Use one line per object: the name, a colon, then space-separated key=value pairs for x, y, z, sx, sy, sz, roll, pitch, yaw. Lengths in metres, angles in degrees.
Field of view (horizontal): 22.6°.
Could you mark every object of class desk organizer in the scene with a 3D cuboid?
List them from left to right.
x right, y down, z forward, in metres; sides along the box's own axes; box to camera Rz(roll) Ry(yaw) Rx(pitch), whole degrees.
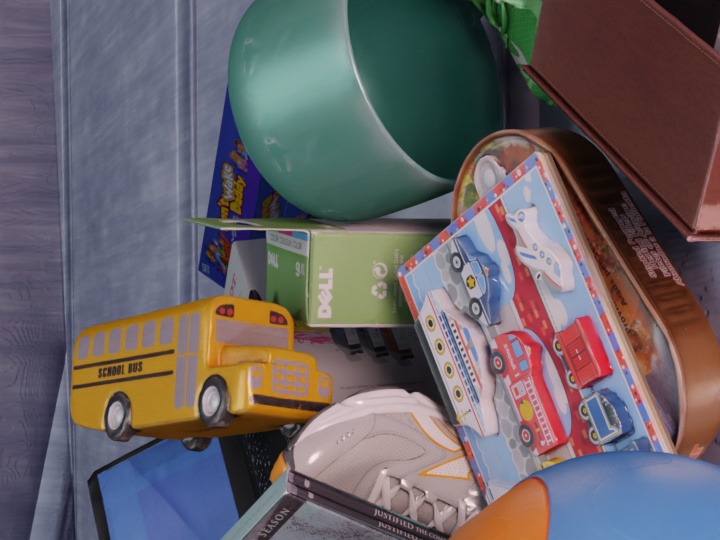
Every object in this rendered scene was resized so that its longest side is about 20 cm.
desk organizer: x=0.148 y=-0.091 z=0.828 sx=0.200 sy=0.071 sz=0.077 roll=-121 pitch=36 yaw=-58

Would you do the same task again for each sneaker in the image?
sneaker: x=0.046 y=0.122 z=0.994 sx=0.076 sy=0.199 sz=0.092 roll=-59 pitch=44 yaw=34
sneaker: x=0.078 y=-0.165 z=1.022 sx=0.074 sy=0.083 sz=0.201 roll=106 pitch=155 yaw=-43

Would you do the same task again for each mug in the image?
mug: x=0.004 y=-0.106 z=1.067 sx=0.114 sy=0.185 sz=0.153 roll=-18 pitch=78 yaw=35

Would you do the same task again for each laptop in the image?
laptop: x=-0.101 y=0.145 z=1.115 sx=0.200 sy=0.103 sz=0.178 roll=106 pitch=151 yaw=-53

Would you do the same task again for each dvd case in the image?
dvd case: x=0.008 y=0.190 z=1.000 sx=0.146 sy=0.199 sz=0.022 roll=-48 pitch=25 yaw=37

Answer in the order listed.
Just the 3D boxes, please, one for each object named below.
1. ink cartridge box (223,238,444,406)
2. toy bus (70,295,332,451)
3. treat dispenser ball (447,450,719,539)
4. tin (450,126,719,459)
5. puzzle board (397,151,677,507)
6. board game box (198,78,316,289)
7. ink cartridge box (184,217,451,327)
ink cartridge box: x=-0.009 y=0.092 z=1.225 sx=0.201 sy=0.144 sz=0.146 roll=-109 pitch=24 yaw=-43
toy bus: x=-0.097 y=0.063 z=1.069 sx=0.200 sy=0.065 sz=0.079 roll=-13 pitch=70 yaw=51
treat dispenser ball: x=0.114 y=0.176 z=0.743 sx=0.201 sy=0.200 sz=0.202 roll=178 pitch=90 yaw=-73
tin: x=0.113 y=0.017 z=0.917 sx=0.112 sy=0.042 sz=0.201 roll=-52 pitch=57 yaw=43
puzzle board: x=0.088 y=0.061 z=0.921 sx=0.151 sy=0.017 sz=0.201 roll=-41 pitch=65 yaw=52
board game box: x=-0.053 y=-0.092 z=1.371 sx=0.045 sy=0.134 sz=0.201 roll=33 pitch=133 yaw=22
ink cartridge box: x=0.000 y=0.000 z=1.093 sx=0.104 sy=0.199 sz=0.060 roll=-160 pitch=72 yaw=-72
